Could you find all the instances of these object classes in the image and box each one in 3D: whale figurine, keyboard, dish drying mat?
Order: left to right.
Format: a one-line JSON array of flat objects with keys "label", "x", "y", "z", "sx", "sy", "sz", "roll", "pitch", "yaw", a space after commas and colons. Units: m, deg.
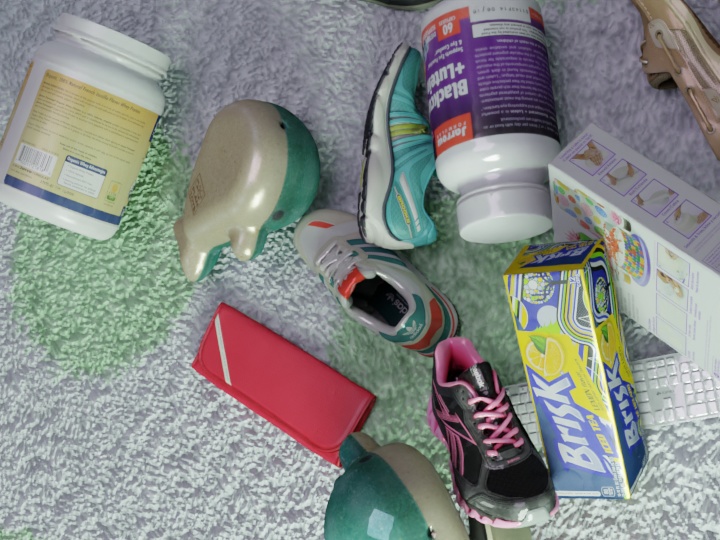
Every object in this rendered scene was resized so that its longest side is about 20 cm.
[{"label": "whale figurine", "x": -0.111, "y": -0.072, "z": 1.355, "sx": 0.200, "sy": 0.103, "sz": 0.160, "roll": -51, "pitch": 44, "yaw": 37}, {"label": "dish drying mat", "x": -0.078, "y": 0.106, "z": 1.331, "sx": 0.199, "sy": 0.018, "sz": 0.077, "roll": 30, "pitch": 94, "yaw": 31}, {"label": "whale figurine", "x": 0.011, "y": 0.215, "z": 1.150, "sx": 0.103, "sy": 0.200, "sz": 0.160, "roll": -26, "pitch": 94, "yaw": -20}, {"label": "keyboard", "x": 0.210, "y": 0.109, "z": 1.170, "sx": 0.198, "sy": 0.011, "sz": 0.057, "roll": -14, "pitch": 73, "yaw": 27}]

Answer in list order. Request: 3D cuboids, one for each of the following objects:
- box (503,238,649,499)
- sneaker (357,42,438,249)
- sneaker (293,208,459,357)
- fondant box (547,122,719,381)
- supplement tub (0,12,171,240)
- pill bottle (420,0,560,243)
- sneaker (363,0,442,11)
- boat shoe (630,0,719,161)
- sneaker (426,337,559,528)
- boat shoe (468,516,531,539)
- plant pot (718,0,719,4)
[{"label": "box", "x": 0.174, "y": 0.080, "z": 1.109, "sx": 0.069, "sy": 0.064, "sz": 0.202, "roll": -4, "pitch": 112, "yaw": 29}, {"label": "sneaker", "x": 0.042, "y": -0.113, "z": 1.288, "sx": 0.079, "sy": 0.078, "sz": 0.202, "roll": 6, "pitch": 71, "yaw": -6}, {"label": "sneaker", "x": 0.000, "y": 0.001, "z": 1.264, "sx": 0.200, "sy": 0.093, "sz": 0.071, "roll": 42, "pitch": 101, "yaw": 29}, {"label": "fondant box", "x": 0.241, "y": -0.008, "z": 1.095, "sx": 0.058, "sy": 0.145, "sz": 0.199, "roll": -43, "pitch": 59, "yaw": -17}, {"label": "supplement tub", "x": -0.285, "y": -0.147, "z": 1.429, "sx": 0.143, "sy": 0.144, "sz": 0.202, "roll": 22, "pitch": 91, "yaw": 31}, {"label": "pill bottle", "x": 0.116, "y": -0.131, "z": 1.215, "sx": 0.110, "sy": 0.111, "sz": 0.202, "roll": -14, "pitch": 73, "yaw": 26}, {"label": "sneaker", "x": 0.007, "y": -0.298, "z": 1.316, "sx": 0.198, "sy": 0.106, "sz": 0.076, "roll": 6, "pitch": 82, "yaw": 30}, {"label": "boat shoe", "x": 0.263, "y": -0.182, "z": 1.166, "sx": 0.064, "sy": 0.071, "sz": 0.201, "roll": -39, "pitch": 65, "yaw": 16}, {"label": "sneaker", "x": 0.101, "y": 0.126, "z": 1.136, "sx": 0.078, "sy": 0.096, "sz": 0.200, "roll": -13, "pitch": 33, "yaw": -14}, {"label": "boat shoe", "x": 0.111, "y": 0.254, "z": 1.159, "sx": 0.063, "sy": 0.073, "sz": 0.203, "roll": -24, "pitch": 64, "yaw": 31}, {"label": "plant pot", "x": 0.368, "y": -0.219, "z": 1.060, "sx": 0.201, "sy": 0.199, "sz": 0.173, "roll": -56, "pitch": 44, "yaw": 8}]
